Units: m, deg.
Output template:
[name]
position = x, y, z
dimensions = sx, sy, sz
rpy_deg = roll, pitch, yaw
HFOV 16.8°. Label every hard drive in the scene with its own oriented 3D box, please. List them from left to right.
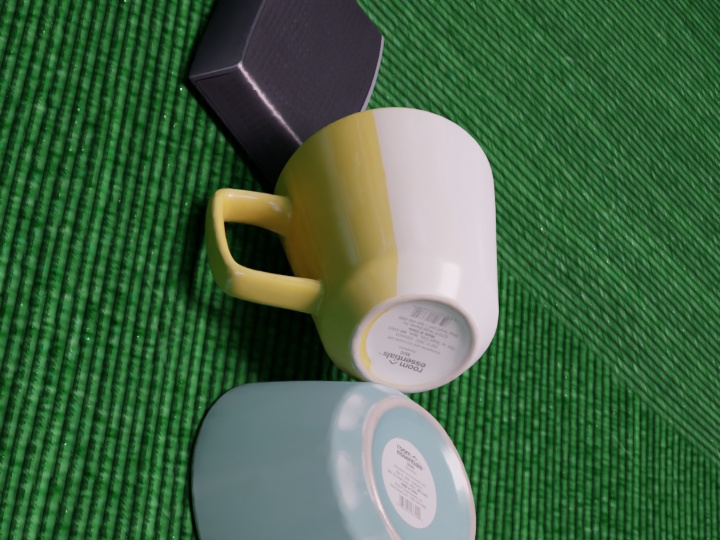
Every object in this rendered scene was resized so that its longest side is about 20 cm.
[hard drive]
position = -0.045, -0.148, 1.716
dimensions = 0.135, 0.042, 0.200
rpy_deg = 53, 33, -22

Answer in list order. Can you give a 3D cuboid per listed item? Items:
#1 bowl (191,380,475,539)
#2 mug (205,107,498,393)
[bowl]
position = -0.002, 0.150, 1.519
dimensions = 0.201, 0.105, 0.201
rpy_deg = 36, 42, -42
[mug]
position = 0.007, 0.004, 1.586
dimensions = 0.153, 0.186, 0.150
rpy_deg = -101, 171, -50
